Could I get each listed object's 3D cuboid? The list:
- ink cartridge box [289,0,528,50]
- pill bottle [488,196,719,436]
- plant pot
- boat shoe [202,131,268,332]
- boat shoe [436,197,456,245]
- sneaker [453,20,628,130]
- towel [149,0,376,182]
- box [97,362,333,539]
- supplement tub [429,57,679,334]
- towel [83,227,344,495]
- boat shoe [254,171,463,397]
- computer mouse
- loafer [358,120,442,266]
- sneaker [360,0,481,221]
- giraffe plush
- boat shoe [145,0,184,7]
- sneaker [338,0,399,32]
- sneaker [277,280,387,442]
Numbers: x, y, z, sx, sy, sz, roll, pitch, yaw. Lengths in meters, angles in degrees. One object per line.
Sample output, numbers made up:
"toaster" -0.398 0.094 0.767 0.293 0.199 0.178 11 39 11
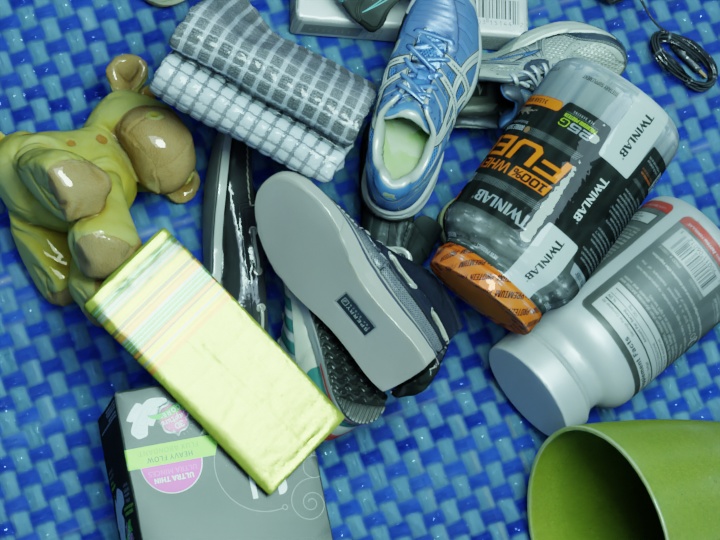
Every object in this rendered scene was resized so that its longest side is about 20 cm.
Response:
"ink cartridge box" 0.042 -0.283 1.851 0.200 0.045 0.177 4 77 -12
"pill bottle" 0.208 0.039 1.774 0.200 0.116 0.116 -38 87 -17
"plant pot" 0.267 0.194 1.734 0.200 0.187 0.187 -12 79 -30
"boat shoe" -0.096 -0.019 1.746 0.060 0.074 0.200 4 79 -11
"boat shoe" 0.164 -0.061 1.809 0.202 0.075 0.075 -24 83 -16
"sneaker" 0.132 -0.149 1.808 0.200 0.085 0.077 -13 121 -8
"towel" -0.070 -0.150 1.715 0.165 0.200 0.086 27 102 -3
"box" -0.108 0.188 1.668 0.148 0.124 0.200 -9 80 -14
"supplement tub" 0.150 -0.057 1.707 0.122 0.123 0.200 36 81 -2
"towel" -0.109 0.068 1.622 0.086 0.018 0.200 -44 93 -14
"boat shoe" 0.000 0.000 1.690 0.200 0.075 0.093 56 32 -5
"computer mouse" 0.237 -0.233 1.893 0.059 0.034 0.200 -40 93 -34
"loafer" 0.032 -0.029 1.777 0.070 0.068 0.201 3 73 -2
"sneaker" 0.052 -0.138 1.722 0.076 0.077 0.200 13 84 2
"giraffe plush" -0.198 -0.076 1.715 0.162 0.173 0.200 -32 51 -27
"boat shoe" -0.105 -0.293 1.787 0.200 0.065 0.072 -33 70 -2
"sneaker" 0.060 -0.274 1.803 0.200 0.075 0.079 -33 101 -10
"sneaker" -0.045 0.044 1.734 0.070 0.093 0.200 4 62 -41
